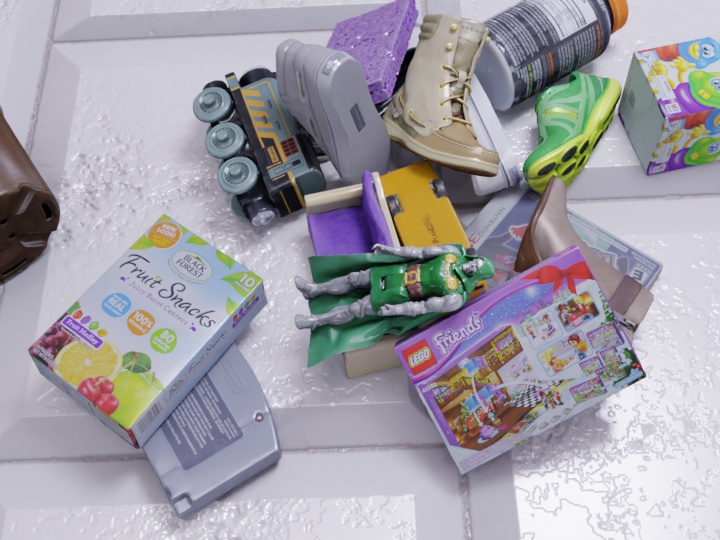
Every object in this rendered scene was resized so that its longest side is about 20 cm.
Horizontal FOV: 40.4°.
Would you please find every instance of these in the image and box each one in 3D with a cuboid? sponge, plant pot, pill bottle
[{"bbox_3d":[0.001,-0.254,1.164,0.110,0.030,0.201,-13,38,27],"label":"sponge"},{"bbox_3d":[-0.441,-0.097,1.052,0.199,0.201,0.199,-36,70,-19],"label":"plant pot"},{"bbox_3d":[0.228,-0.283,1.181,0.199,0.107,0.107,-30,62,-16],"label":"pill bottle"}]

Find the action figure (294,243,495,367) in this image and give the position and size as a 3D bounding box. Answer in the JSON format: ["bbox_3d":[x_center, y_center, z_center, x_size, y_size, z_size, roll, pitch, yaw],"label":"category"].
[{"bbox_3d":[0.032,0.016,0.925,0.198,0.055,0.120,-13,66,21],"label":"action figure"}]

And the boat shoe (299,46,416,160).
[{"bbox_3d":[0.000,-0.203,1.165,0.199,0.063,0.073,-33,64,-16],"label":"boat shoe"}]

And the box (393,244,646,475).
[{"bbox_3d":[0.149,0.084,0.925,0.198,0.039,0.138,-29,91,7],"label":"box"}]

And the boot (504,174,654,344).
[{"bbox_3d":[0.230,0.004,1.006,0.145,0.070,0.201,22,62,9],"label":"boot"}]

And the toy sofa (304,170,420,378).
[{"bbox_3d":[0.000,0.000,1.020,0.082,0.098,0.202,-12,59,-6],"label":"toy sofa"}]

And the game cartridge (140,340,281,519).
[{"bbox_3d":[-0.168,0.132,0.981,0.132,0.041,0.201,-30,62,-12],"label":"game cartridge"}]

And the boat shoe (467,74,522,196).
[{"bbox_3d":[0.124,-0.169,1.134,0.065,0.074,0.201,-23,48,6],"label":"boat shoe"}]

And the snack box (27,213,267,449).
[{"bbox_3d":[-0.210,0.056,0.979,0.141,0.053,0.200,32,64,19],"label":"snack box"}]

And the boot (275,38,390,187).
[{"bbox_3d":[-0.031,-0.168,1.075,0.095,0.201,0.074,29,62,33],"label":"boot"}]

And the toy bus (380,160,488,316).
[{"bbox_3d":[0.074,-0.030,1.022,0.064,0.079,0.201,-19,48,-1],"label":"toy bus"}]

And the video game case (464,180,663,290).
[{"bbox_3d":[0.194,0.007,1.051,0.199,0.023,0.182,34,65,21],"label":"video game case"}]

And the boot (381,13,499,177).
[{"bbox_3d":[0.104,-0.195,1.066,0.072,0.157,0.200,16,13,-33],"label":"boot"}]

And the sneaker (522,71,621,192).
[{"bbox_3d":[0.230,-0.160,1.128,0.083,0.075,0.200,26,52,20],"label":"sneaker"}]

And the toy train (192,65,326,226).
[{"bbox_3d":[-0.116,-0.145,1.115,0.113,0.085,0.202,-22,62,-2],"label":"toy train"}]

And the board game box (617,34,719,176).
[{"bbox_3d":[0.414,-0.197,1.120,0.197,0.105,0.104,-12,59,-4],"label":"board game box"}]
